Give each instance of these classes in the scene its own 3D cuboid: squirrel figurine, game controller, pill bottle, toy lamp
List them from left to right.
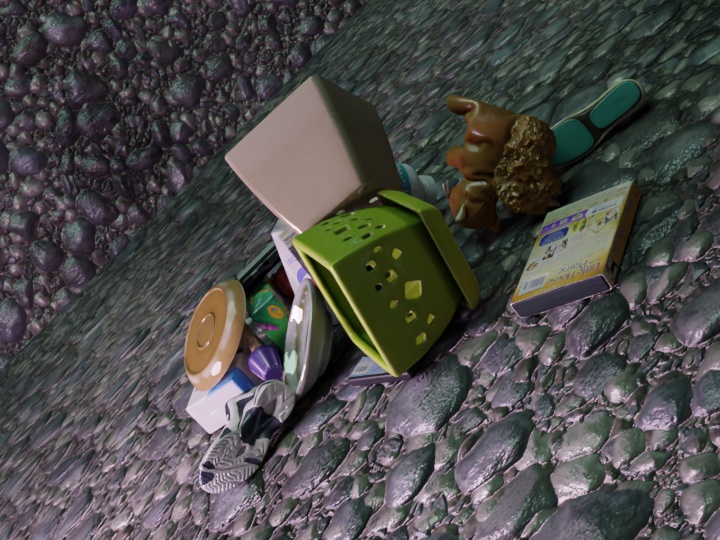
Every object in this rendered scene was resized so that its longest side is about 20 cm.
[{"bbox_3d":[-0.189,0.120,1.786,0.058,0.058,0.200,-41,44,3],"label":"toy lamp"},{"bbox_3d":[-0.154,-0.029,1.844,0.200,0.042,0.104,-43,5,2],"label":"game controller"},{"bbox_3d":[0.030,-0.130,1.789,0.198,0.112,0.111,-2,5,-24],"label":"pill bottle"},{"bbox_3d":[0.209,-0.148,1.577,0.199,0.141,0.188,23,97,47],"label":"squirrel figurine"}]

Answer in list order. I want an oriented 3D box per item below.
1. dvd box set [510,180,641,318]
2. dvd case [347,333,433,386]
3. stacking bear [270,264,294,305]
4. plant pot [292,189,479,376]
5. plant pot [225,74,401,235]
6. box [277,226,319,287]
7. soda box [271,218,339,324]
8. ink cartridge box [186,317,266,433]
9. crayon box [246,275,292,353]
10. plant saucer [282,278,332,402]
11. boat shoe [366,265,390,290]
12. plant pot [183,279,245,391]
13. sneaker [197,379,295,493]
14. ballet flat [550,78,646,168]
[{"bbox_3d":[0.289,-0.030,1.379,0.146,0.029,0.201,-23,26,40],"label":"dvd box set"},{"bbox_3d":[0.075,0.090,1.549,0.142,0.018,0.200,-14,33,51],"label":"dvd case"},{"bbox_3d":[-0.070,-0.025,1.870,0.200,0.121,0.114,-44,-2,-7],"label":"stacking bear"},{"bbox_3d":[0.044,0.002,1.483,0.181,0.201,0.199,-35,22,-9],"label":"plant pot"},{"bbox_3d":[-0.052,-0.150,1.605,0.199,0.178,0.200,-39,-24,19],"label":"plant pot"},{"bbox_3d":[-0.051,0.019,1.658,0.035,0.200,0.110,-39,19,-3],"label":"box"},{"bbox_3d":[-0.085,-0.003,1.763,0.063,0.201,0.068,-7,32,19],"label":"soda box"},{"bbox_3d":[-0.229,0.183,1.847,0.116,0.068,0.200,-33,23,23],"label":"ink cartridge box"},{"bbox_3d":[-0.153,0.075,1.853,0.058,0.119,0.200,-41,20,0],"label":"crayon box"},{"bbox_3d":[-0.081,0.115,1.657,0.200,0.050,0.202,-171,90,-76],"label":"plant saucer"},{"bbox_3d":[0.000,0.000,1.702,0.072,0.065,0.200,-53,42,16],"label":"boat shoe"},{"bbox_3d":[-0.259,0.108,1.792,0.200,0.027,0.201,-36,44,44],"label":"plant pot"},{"bbox_3d":[-0.188,0.256,1.621,0.200,0.079,0.130,-59,12,-13],"label":"sneaker"},{"bbox_3d":[0.360,-0.226,1.622,0.199,0.070,0.070,-33,22,17],"label":"ballet flat"}]
